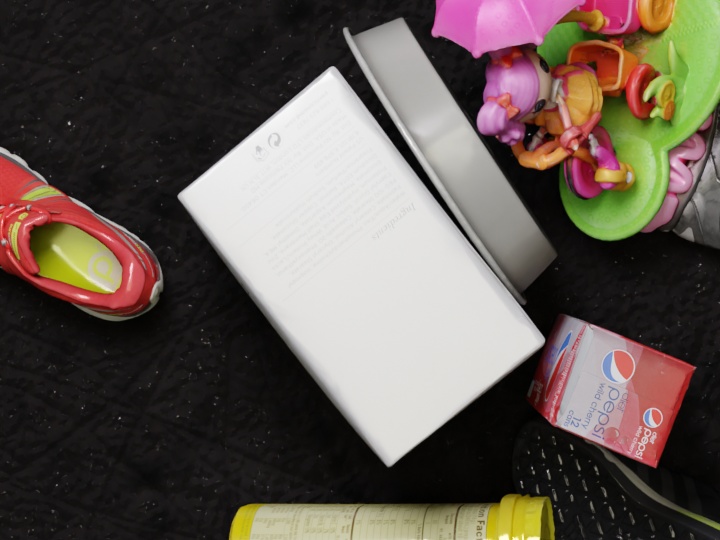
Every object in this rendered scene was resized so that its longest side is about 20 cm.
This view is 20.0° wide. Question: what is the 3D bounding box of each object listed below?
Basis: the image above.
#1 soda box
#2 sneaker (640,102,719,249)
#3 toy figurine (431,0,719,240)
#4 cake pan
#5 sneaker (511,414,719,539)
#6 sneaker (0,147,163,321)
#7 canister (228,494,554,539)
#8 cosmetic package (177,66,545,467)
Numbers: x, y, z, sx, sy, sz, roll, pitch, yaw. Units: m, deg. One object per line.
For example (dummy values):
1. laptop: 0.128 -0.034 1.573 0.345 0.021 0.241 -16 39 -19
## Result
1. soda box: 0.149 0.070 1.245 0.069 0.200 0.064 22 91 1
2. sneaker: 0.250 -0.103 1.314 0.095 0.079 0.201 25 98 -6
3. toy figurine: 0.113 -0.125 1.230 0.149 0.183 0.202 12 94 40
4. cake pan: 0.058 -0.072 1.244 0.037 0.200 0.201 -33 90 6
5. sneaker: 0.187 0.160 1.317 0.199 0.083 0.072 34 114 23
6. sneaker: -0.217 -0.031 1.304 0.198 0.085 0.078 23 90 0
7. canister: 0.021 0.217 1.288 0.198 0.087 0.150 -1 89 12
8. cosmetic package: 0.000 0.000 1.246 0.123 0.199 0.200 -40 90 0
